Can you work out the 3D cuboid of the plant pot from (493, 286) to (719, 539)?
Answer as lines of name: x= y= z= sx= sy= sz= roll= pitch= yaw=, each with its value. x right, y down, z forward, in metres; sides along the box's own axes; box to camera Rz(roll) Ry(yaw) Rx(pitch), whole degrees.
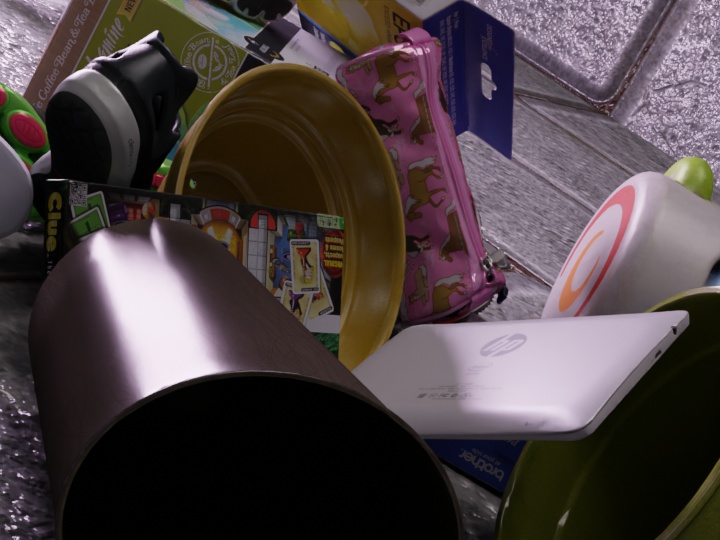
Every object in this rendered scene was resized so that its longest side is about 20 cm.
plant pot: x=0.209 y=0.147 z=0.935 sx=0.192 sy=0.201 sz=0.201 roll=38 pitch=12 yaw=-16

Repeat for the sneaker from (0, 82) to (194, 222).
sneaker: x=-0.199 y=-0.066 z=1.061 sx=0.199 sy=0.077 sz=0.084 roll=26 pitch=-2 yaw=-30

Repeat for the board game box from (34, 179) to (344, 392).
board game box: x=-0.084 y=0.015 z=0.906 sx=0.023 sy=0.106 sz=0.199 roll=3 pitch=-2 yaw=43

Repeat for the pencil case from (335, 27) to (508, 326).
pencil case: x=0.042 y=-0.064 z=1.214 sx=0.083 sy=0.086 sz=0.202 roll=7 pitch=66 yaw=-80

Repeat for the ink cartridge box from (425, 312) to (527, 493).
ink cartridge box: x=0.095 y=0.090 z=1.144 sx=0.093 sy=0.045 sz=0.200 roll=29 pitch=15 yaw=2

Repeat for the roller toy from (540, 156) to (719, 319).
roller toy: x=0.231 y=0.033 z=1.331 sx=0.139 sy=0.201 sz=0.183 roll=29 pitch=36 yaw=-6

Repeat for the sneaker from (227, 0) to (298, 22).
sneaker: x=-0.130 y=-0.238 z=1.237 sx=0.199 sy=0.081 sz=0.083 roll=29 pitch=-1 yaw=-43

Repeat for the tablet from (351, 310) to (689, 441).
tablet: x=0.070 y=0.056 z=0.947 sx=0.198 sy=0.014 sz=0.130 roll=-4 pitch=24 yaw=40

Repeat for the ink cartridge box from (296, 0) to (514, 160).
ink cartridge box: x=0.029 y=-0.175 z=1.319 sx=0.200 sy=0.047 sz=0.198 roll=41 pitch=-15 yaw=20

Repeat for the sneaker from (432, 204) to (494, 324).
sneaker: x=0.049 y=-0.045 z=1.345 sx=0.094 sy=0.070 sz=0.201 roll=56 pitch=12 yaw=-34

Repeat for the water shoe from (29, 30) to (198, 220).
water shoe: x=-0.130 y=-0.060 z=0.946 sx=0.072 sy=0.079 sz=0.200 roll=50 pitch=-23 yaw=4

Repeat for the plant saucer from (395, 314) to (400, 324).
plant saucer: x=0.000 y=0.000 z=1.308 sx=0.069 sy=0.019 sz=0.200 roll=29 pitch=14 yaw=-5

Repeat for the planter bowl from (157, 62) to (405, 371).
planter bowl: x=-0.065 y=-0.016 z=1.009 sx=0.083 sy=0.203 sz=0.199 roll=-2 pitch=-9 yaw=39

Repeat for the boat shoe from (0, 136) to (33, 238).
boat shoe: x=-0.272 y=-0.080 z=0.952 sx=0.198 sy=0.072 sz=0.068 roll=22 pitch=14 yaw=-11

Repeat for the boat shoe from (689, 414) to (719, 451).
boat shoe: x=0.199 y=0.098 z=1.105 sx=0.072 sy=0.062 sz=0.200 roll=41 pitch=-19 yaw=-10

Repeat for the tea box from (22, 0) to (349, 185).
tea box: x=-0.125 y=-0.136 z=1.278 sx=0.195 sy=0.135 sz=0.200 roll=29 pitch=15 yaw=-4

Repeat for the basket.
basket: x=-0.071 y=0.065 z=0.742 sx=0.179 sy=0.137 sz=0.200 roll=29 pitch=9 yaw=-32
